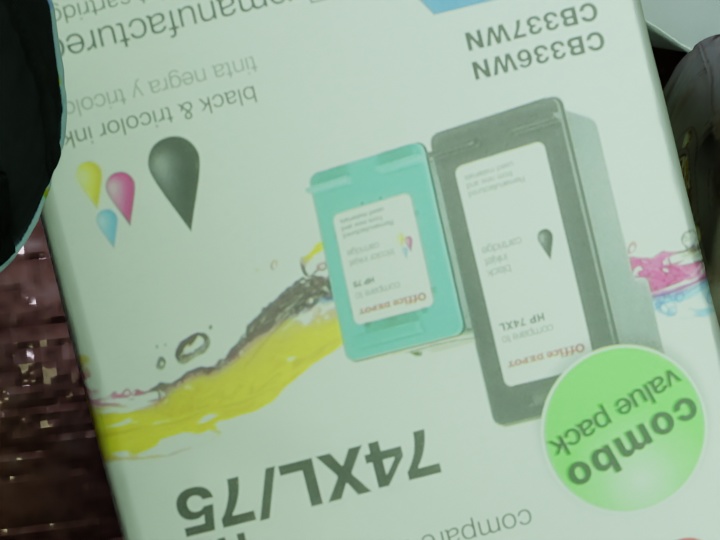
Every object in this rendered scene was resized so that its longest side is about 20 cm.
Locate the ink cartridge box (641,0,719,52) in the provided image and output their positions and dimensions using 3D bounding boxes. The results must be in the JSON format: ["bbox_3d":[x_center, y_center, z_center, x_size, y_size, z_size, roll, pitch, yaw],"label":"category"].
[{"bbox_3d":[0.052,-0.138,0.837,0.200,0.039,0.099,35,75,-16],"label":"ink cartridge box"}]

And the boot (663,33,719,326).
[{"bbox_3d":[0.143,0.047,0.816,0.200,0.064,0.186,20,65,-44],"label":"boot"}]

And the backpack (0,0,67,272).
[{"bbox_3d":[-0.142,-0.065,0.604,0.163,0.154,0.200,-49,115,-35],"label":"backpack"}]

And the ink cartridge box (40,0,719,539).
[{"bbox_3d":[0.000,0.000,0.734,0.147,0.146,0.200,-15,94,-5],"label":"ink cartridge box"}]
